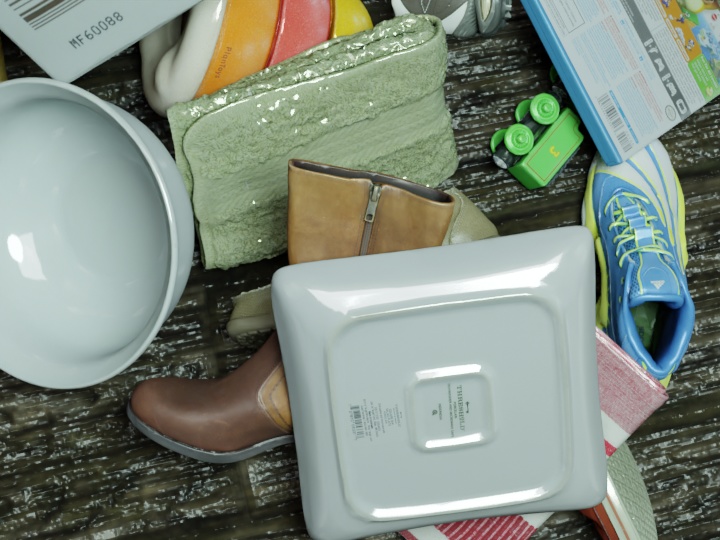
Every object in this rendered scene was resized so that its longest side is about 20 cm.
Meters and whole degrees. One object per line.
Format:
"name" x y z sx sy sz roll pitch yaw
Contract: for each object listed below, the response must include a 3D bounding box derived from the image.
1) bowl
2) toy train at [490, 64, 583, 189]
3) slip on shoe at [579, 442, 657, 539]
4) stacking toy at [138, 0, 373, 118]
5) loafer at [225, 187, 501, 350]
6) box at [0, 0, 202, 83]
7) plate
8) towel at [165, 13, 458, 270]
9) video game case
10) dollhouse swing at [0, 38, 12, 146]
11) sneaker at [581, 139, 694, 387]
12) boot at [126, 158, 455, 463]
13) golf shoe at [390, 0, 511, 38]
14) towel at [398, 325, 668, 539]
"bowl" -0.182 -0.030 0.937 0.201 0.090 0.201 6 105 25
"toy train" 0.171 -0.141 1.042 0.056 0.042 0.200 43 78 -9
"slip on shoe" 0.143 0.126 0.990 0.061 0.074 0.200 -33 93 24
"stacking toy" -0.042 -0.158 0.993 0.200 0.146 0.146 12 80 -24
"loafer" 0.000 0.000 0.984 0.200 0.076 0.067 -18 72 -5
"box" -0.163 -0.265 0.853 0.200 0.199 0.171 -26 42 23
"plate" 0.054 0.081 0.888 0.200 0.032 0.200 -7 114 -2
"towel" -0.027 -0.083 0.965 0.200 0.148 0.036 -23 45 -13
"video game case" 0.216 -0.183 1.023 0.200 0.018 0.143 -34 101 -25
"dollhouse swing" -0.337 -0.142 0.912 0.200 0.176 0.182 -9 82 -9
"sneaker" 0.203 -0.010 0.991 0.076 0.105 0.200 -1 82 -7
"boot" -0.048 0.028 0.898 0.188 0.068 0.200 10 117 3
"golf shoe" 0.064 -0.264 1.001 0.094 0.078 0.200 4 83 5
"towel" 0.086 0.103 0.956 0.144 0.023 0.200 42 109 5
